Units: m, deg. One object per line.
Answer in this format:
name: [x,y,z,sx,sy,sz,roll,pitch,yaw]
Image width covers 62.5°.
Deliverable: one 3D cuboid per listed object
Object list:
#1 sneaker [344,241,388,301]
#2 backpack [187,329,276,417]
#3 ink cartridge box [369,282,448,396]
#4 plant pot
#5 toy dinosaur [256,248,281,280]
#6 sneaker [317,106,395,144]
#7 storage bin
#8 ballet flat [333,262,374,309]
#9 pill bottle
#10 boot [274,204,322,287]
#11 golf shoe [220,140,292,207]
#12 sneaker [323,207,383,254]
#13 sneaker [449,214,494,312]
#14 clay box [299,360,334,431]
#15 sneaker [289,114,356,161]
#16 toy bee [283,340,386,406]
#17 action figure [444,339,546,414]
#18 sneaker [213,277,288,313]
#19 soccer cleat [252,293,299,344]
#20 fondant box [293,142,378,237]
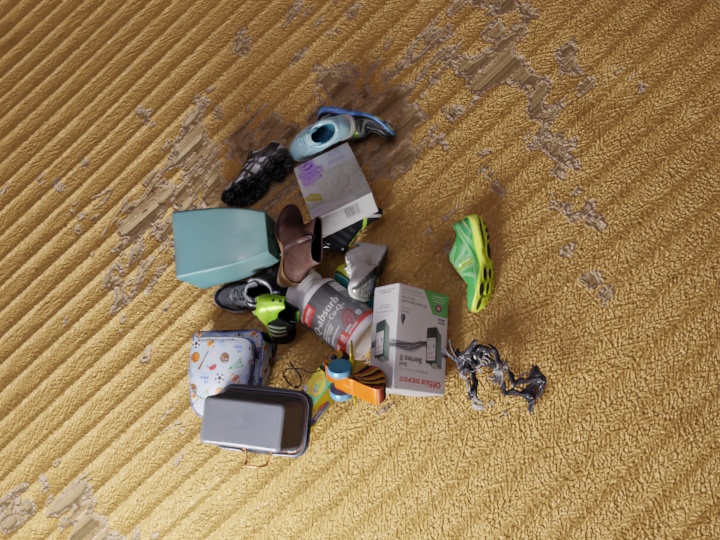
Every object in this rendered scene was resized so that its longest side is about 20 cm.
sneaker: [0.000,0.000,1.238,0.085,0.201,0.076,15,116,7]
backpack: [-0.280,0.225,1.270,0.194,0.154,0.197,-2,85,11]
ink cartridge box: [0.098,0.143,1.182,0.083,0.143,0.206,-14,68,51]
plant pot: [-0.282,-0.058,1.282,0.194,0.141,0.146,-10,78,6]
toy dinosaur: [-0.218,-0.022,1.365,0.196,0.077,0.104,25,94,15]
sneaker: [-0.011,-0.331,1.394,0.194,0.071,0.085,13,100,15]
storage bin: [-0.202,0.292,1.105,0.194,0.134,0.150,4,80,10]
ballet flat: [0.028,0.048,1.280,0.067,0.068,0.199,-37,65,-27]
pill bottle: [-0.059,0.090,1.257,0.198,0.116,0.117,35,86,24]
boot: [-0.118,-0.074,1.225,0.166,0.071,0.205,-34,48,50]
golf shoe: [-0.256,-0.233,1.430,0.198,0.078,0.095,-34,52,2]
sneaker: [-0.036,-0.083,1.339,0.195,0.072,0.085,-19,102,6]
sneaker: [0.231,-0.013,1.245,0.082,0.073,0.206,-11,74,37]
clay box: [-0.099,0.275,1.221,0.047,0.115,0.201,38,87,20]
sneaker: [-0.107,-0.306,1.361,0.197,0.081,0.076,-23,90,37]
toy bee: [-0.031,0.183,1.128,0.197,0.109,0.133,28,125,11]
action figure: [0.251,0.203,1.138,0.195,0.120,0.103,20,47,4]
sneaker: [-0.252,0.051,1.318,0.194,0.114,0.078,-2,80,13]
soccer cleat: [-0.158,0.106,1.236,0.079,0.201,0.069,-1,65,12]
fondant box: [-0.058,-0.181,1.319,0.141,0.059,0.202,-25,46,2]
